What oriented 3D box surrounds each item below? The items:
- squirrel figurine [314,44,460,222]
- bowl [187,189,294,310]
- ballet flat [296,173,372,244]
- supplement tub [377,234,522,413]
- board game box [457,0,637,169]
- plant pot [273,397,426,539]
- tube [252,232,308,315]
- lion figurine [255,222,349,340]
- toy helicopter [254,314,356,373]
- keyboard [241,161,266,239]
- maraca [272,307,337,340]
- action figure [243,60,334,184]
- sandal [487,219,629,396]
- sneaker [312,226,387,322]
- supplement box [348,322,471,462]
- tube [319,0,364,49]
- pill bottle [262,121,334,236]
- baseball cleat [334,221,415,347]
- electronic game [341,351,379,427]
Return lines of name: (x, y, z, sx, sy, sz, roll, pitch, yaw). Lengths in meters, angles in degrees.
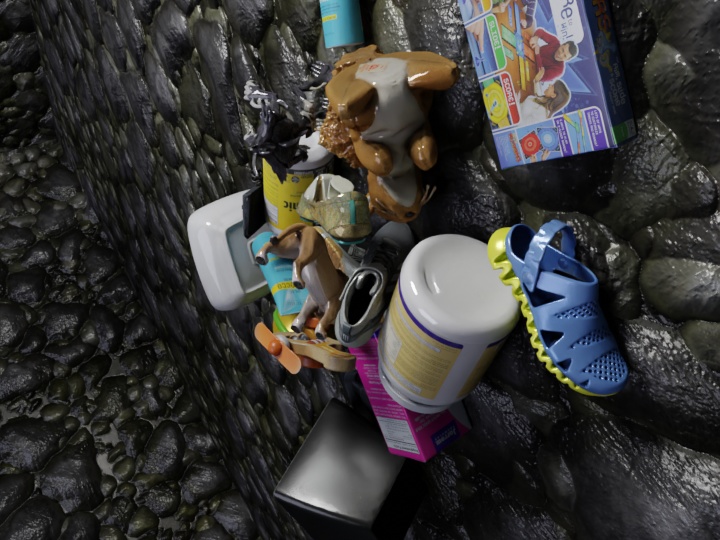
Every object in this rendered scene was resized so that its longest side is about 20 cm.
squirrel figurine: (0.027, -0.160, 0.737, 0.201, 0.139, 0.189, 52, 162, 50)
bowl: (-0.206, -0.038, 1.125, 0.074, 0.198, 0.204, 6, 116, 44)
ballet flat: (-0.035, -0.084, 0.738, 0.200, 0.069, 0.072, -141, 35, -66)
supplement tub: (0.099, 0.072, 0.740, 0.146, 0.144, 0.202, 50, 147, 25)
board game box: (0.160, -0.202, 0.547, 0.134, 0.034, 0.204, 2, 112, 58)
plant pot: (0.002, 0.381, 1.063, 0.175, 0.201, 0.201, 12, 143, 34)
tube: (-0.129, 0.010, 1.011, 0.201, 0.076, 0.051, 54, 144, 45)
lion figurine: (-0.057, 0.004, 0.777, 0.071, 0.123, 0.203, 8, 134, 25)
toy helicopter: (-0.075, 0.115, 0.896, 0.199, 0.130, 0.081, 11, 93, 59)
keyboard: (-0.168, -0.132, 1.012, 0.039, 0.200, 0.106, 10, 112, 6)
maraca: (-0.097, 0.104, 1.093, 0.136, 0.108, 0.200, 35, -170, -14)
action figure: (-0.100, -0.197, 0.812, 0.101, 0.200, 0.121, 15, 134, 34)
sandal: (0.206, 0.031, 0.606, 0.202, 0.079, 0.087, 59, 146, 10)
sneaker: (0.000, 0.000, 0.904, 0.199, 0.087, 0.077, 42, 132, 26)
supplement box: (0.069, 0.164, 0.902, 0.103, 0.100, 0.204, -12, 101, 60)
tube: (-0.032, -0.380, 0.736, 0.077, 0.050, 0.204, 11, 115, 47)
pill bottle: (-0.100, -0.121, 0.965, 0.111, 0.110, 0.203, 45, 145, 32)
baseball cleat: (0.028, 0.002, 0.770, 0.068, 0.203, 0.107, 20, 151, 5)
electronic game: (0.032, 0.230, 1.072, 0.199, 0.041, 0.202, 41, 149, 31)
